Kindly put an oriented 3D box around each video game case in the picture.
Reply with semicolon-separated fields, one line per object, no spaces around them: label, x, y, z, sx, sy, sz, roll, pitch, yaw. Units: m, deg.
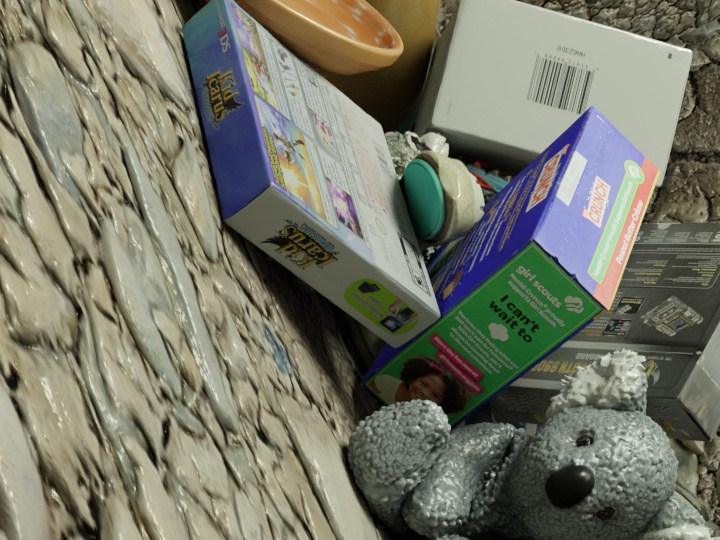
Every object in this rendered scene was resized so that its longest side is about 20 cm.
video game case;-0.035;-0.068;1.305;0.181;0.045;0.201;38;25;-40

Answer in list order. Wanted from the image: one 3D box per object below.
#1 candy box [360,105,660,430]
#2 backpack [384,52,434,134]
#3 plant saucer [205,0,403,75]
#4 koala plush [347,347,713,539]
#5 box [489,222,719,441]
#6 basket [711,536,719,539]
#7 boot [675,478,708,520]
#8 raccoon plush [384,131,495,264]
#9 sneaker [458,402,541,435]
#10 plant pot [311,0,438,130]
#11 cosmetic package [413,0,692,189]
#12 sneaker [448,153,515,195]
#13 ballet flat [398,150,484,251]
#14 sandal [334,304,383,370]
candy box;0.107;0.005;1.355;0.077;0.200;0.170;39;41;-8
backpack;0.095;-0.121;1.852;0.150;0.178;0.200;37;-1;-16
plant saucer;-0.060;-0.203;1.430;0.199;0.038;0.200;30;18;-11
koala plush;0.120;0.149;1.278;0.179;0.198;0.184;67;9;13
box;0.198;0.039;1.384;0.048;0.199;0.159;47;62;-30
basket;0.234;0.337;1.473;0.200;0.196;0.162;-82;148;-76
boot;0.175;0.207;1.547;0.132;0.198;0.068;-68;-173;-32
raccoon plush;0.028;-0.023;1.518;0.133;0.201;0.097;29;-33;4
sneaker;0.118;0.151;1.480;0.200;0.146;0.081;50;-21;5
plant pot;-0.004;-0.231;1.728;0.187;0.184;0.201;-105;-179;-48
cosmetic package;0.156;-0.138;1.657;0.200;0.197;0.124;129;-24;-84
sneaker;0.118;-0.029;1.598;0.199;0.096;0.079;29;3;26
ballet flat;0.057;-0.050;1.396;0.200;0.062;0.068;161;-81;-75
sandal;0.000;0.000;1.431;0.202;0.057;0.080;62;9;-19
